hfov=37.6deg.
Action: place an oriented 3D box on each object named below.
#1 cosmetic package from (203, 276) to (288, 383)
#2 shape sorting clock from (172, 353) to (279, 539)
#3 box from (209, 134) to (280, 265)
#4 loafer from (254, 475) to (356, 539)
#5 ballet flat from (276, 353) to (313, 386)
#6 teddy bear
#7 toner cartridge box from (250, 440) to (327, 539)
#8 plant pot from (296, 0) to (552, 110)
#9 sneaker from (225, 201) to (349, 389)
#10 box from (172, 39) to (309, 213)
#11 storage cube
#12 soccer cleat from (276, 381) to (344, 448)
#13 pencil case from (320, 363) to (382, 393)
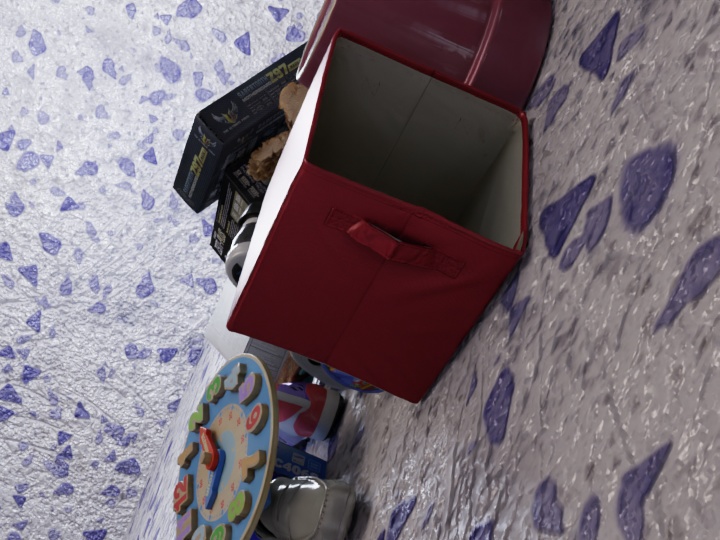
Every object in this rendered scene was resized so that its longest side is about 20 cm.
[{"bbox_3d":[-0.120,0.060,1.157,0.084,0.050,0.200,-65,19,0],"label":"cosmetic package"},{"bbox_3d":[-0.128,0.175,0.970,0.200,0.039,0.203,-40,43,51],"label":"shape sorting clock"},{"bbox_3d":[-0.091,-0.033,1.248,0.086,0.164,0.200,-36,-11,-24],"label":"box"},{"bbox_3d":[-0.056,0.214,0.922,0.200,0.069,0.071,134,156,-64],"label":"loafer"},{"bbox_3d":[-0.076,0.101,1.232,0.070,0.065,0.201,-29,-24,-53],"label":"ballet flat"},{"bbox_3d":[-0.048,-0.102,1.101,0.143,0.067,0.202,-23,57,19],"label":"teddy bear"},{"bbox_3d":[-0.115,0.256,1.071,0.043,0.094,0.201,-83,19,-57],"label":"toner cartridge box"},{"bbox_3d":[0.047,-0.192,0.942,0.202,0.177,0.201,-62,12,23],"label":"plant pot"},{"bbox_3d":[-0.044,0.013,1.012,0.072,0.201,0.113,-16,38,28],"label":"sneaker"},{"bbox_3d":[-0.117,-0.168,1.211,0.200,0.051,0.158,-41,-6,-31],"label":"box"},{"bbox_3d":[0.015,-0.041,0.818,0.202,0.169,0.181,-80,15,-48],"label":"storage cube"},{"bbox_3d":[-0.077,0.151,1.146,0.200,0.072,0.069,146,145,-71],"label":"soccer cleat"},{"bbox_3d":[0.011,0.011,0.961,0.078,0.086,0.202,-52,20,43],"label":"pencil case"}]
